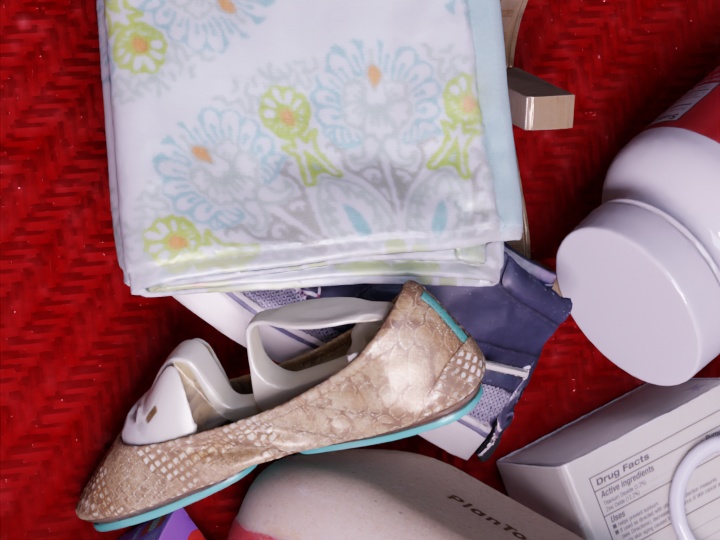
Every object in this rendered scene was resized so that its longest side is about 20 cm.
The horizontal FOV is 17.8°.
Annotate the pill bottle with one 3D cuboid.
[{"bbox_3d":[0.186,-0.038,1.076,0.200,0.112,0.113,-39,102,-28],"label":"pill bottle"}]

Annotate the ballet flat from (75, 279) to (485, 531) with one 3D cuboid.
[{"bbox_3d":[-0.044,0.051,0.965,0.199,0.071,0.066,-21,107,20],"label":"ballet flat"}]

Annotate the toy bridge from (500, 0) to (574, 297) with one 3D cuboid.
[{"bbox_3d":[0.074,-0.080,1.066,0.027,0.067,0.202,-4,108,-23],"label":"toy bridge"}]

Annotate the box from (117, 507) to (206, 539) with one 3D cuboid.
[{"bbox_3d":[-0.073,0.200,0.937,0.039,0.200,0.137,-31,103,22],"label":"box"}]

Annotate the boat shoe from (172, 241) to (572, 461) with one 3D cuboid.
[{"bbox_3d":[0.000,0.000,1.016,0.199,0.075,0.093,29,104,-25],"label":"boat shoe"}]

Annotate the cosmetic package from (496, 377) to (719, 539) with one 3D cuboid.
[{"bbox_3d":[0.153,0.162,1.086,0.103,0.073,0.202,-23,96,-22],"label":"cosmetic package"}]

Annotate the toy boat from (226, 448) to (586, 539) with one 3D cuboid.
[{"bbox_3d":[0.028,0.162,0.985,0.199,0.130,0.132,27,102,23],"label":"toy boat"}]

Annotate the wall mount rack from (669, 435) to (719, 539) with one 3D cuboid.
[{"bbox_3d":[0.248,0.101,1.038,0.198,0.075,0.175,21,79,-12],"label":"wall mount rack"}]

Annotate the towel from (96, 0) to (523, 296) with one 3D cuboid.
[{"bbox_3d":[-0.024,-0.088,0.969,0.169,0.048,0.202,-3,79,-12],"label":"towel"}]
